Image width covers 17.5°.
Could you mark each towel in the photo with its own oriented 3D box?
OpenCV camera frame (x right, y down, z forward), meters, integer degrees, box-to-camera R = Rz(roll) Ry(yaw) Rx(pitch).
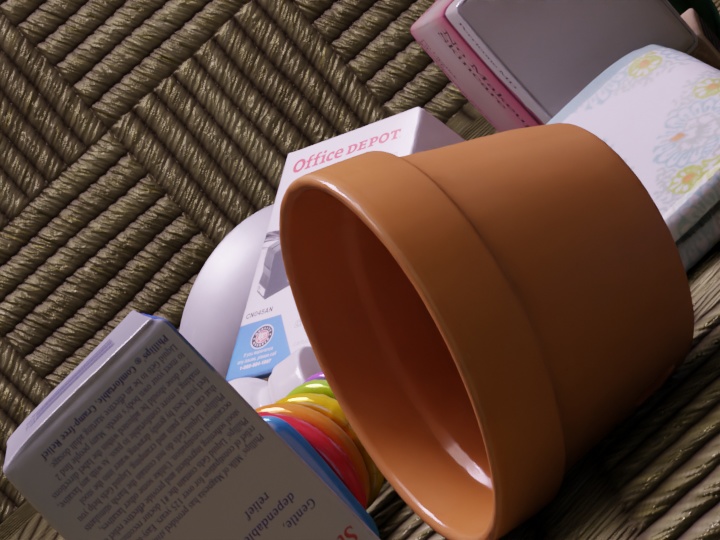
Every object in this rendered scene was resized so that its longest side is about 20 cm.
[{"bbox_3d":[0.154,-0.044,1.396,0.200,0.048,0.171,-43,32,-4],"label":"towel"}]

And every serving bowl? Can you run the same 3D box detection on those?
[{"bbox_3d":[-0.041,0.049,1.793,0.200,0.200,0.066,-44,41,-22],"label":"serving bowl"}]

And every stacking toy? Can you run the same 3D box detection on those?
[{"bbox_3d":[-0.017,0.104,1.435,0.116,0.110,0.200,-38,4,39],"label":"stacking toy"}]

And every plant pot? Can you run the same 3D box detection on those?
[{"bbox_3d":[0.069,0.017,1.151,0.140,0.200,0.200,-27,1,-17],"label":"plant pot"}]

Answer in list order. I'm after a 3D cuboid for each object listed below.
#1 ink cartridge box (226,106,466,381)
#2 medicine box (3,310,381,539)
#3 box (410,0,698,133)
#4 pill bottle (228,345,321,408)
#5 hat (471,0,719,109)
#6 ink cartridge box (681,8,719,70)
[{"bbox_3d":[0.000,0.000,1.668,0.144,0.084,0.200,-16,49,43],"label":"ink cartridge box"},{"bbox_3d":[-0.070,0.124,1.132,0.103,0.200,0.182,-45,6,-6],"label":"medicine box"},{"bbox_3d":[0.124,-0.158,1.570,0.109,0.128,0.200,-43,6,-4],"label":"box"},{"bbox_3d":[-0.084,0.143,1.561,0.200,0.113,0.113,-40,6,19],"label":"pill bottle"},{"bbox_3d":[0.183,-0.124,1.782,0.176,0.200,0.166,-88,-4,-48],"label":"hat"},{"bbox_3d":[0.185,-0.089,1.667,0.200,0.075,0.165,-42,4,13],"label":"ink cartridge box"}]
